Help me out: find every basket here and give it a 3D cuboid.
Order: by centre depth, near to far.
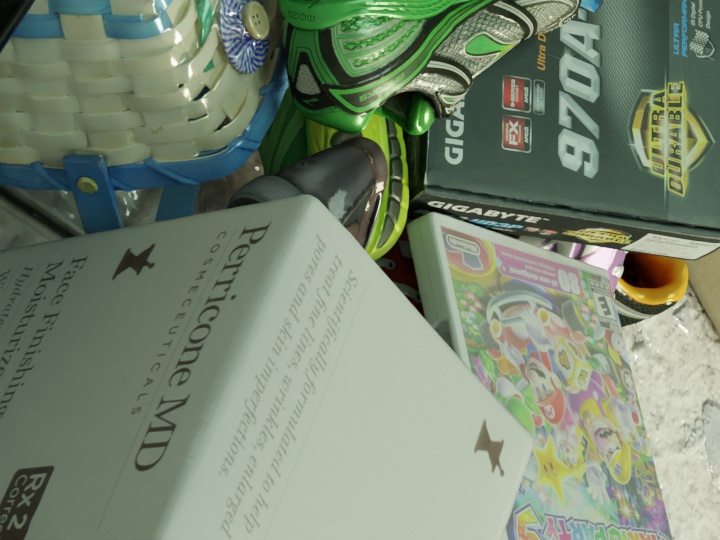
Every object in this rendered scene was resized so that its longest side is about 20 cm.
[{"bbox_3d":[-0.094,-0.090,0.970,0.200,0.139,0.177,83,13,-54],"label":"basket"}]

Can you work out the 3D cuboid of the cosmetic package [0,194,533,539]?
[{"bbox_3d":[-0.072,0.093,0.907,0.165,0.200,0.165,47,50,-34],"label":"cosmetic package"}]

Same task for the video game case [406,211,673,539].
[{"bbox_3d":[0.089,0.079,1.054,0.143,0.018,0.200,17,55,-48],"label":"video game case"}]

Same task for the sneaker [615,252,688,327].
[{"bbox_3d":[0.104,-0.042,1.238,0.200,0.077,0.078,46,52,-33],"label":"sneaker"}]

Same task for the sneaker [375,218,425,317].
[{"bbox_3d":[0.000,0.000,1.085,0.112,0.071,0.200,-18,73,-44],"label":"sneaker"}]

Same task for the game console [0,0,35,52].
[{"bbox_3d":[-0.209,-0.144,0.841,0.171,0.118,0.200,47,53,-28],"label":"game console"}]

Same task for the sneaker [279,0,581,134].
[{"bbox_3d":[0.028,-0.106,0.987,0.200,0.078,0.085,-17,118,-50],"label":"sneaker"}]

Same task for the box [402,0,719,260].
[{"bbox_3d":[0.099,-0.113,1.097,0.159,0.046,0.200,9,72,-17],"label":"box"}]

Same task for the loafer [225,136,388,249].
[{"bbox_3d":[-0.028,0.011,0.988,0.072,0.200,0.063,45,63,11],"label":"loafer"}]

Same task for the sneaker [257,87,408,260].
[{"bbox_3d":[-0.024,-0.096,1.058,0.074,0.083,0.200,22,63,-45],"label":"sneaker"}]

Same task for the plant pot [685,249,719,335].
[{"bbox_3d":[0.281,-0.082,1.376,0.177,0.200,0.200,45,50,-21],"label":"plant pot"}]

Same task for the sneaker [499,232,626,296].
[{"bbox_3d":[0.113,-0.005,1.185,0.200,0.073,0.114,-47,120,7],"label":"sneaker"}]
